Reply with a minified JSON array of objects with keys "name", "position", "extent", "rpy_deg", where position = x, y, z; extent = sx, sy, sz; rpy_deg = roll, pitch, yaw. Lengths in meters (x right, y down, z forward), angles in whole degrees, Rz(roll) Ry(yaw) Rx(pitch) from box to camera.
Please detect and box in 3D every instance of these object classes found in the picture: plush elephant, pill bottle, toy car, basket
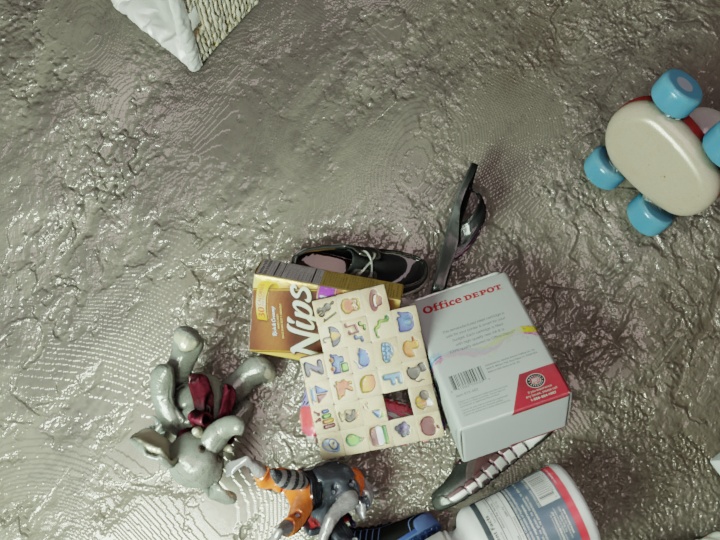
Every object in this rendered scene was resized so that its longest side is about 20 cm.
[{"name":"plush elephant","position":[-0.200,0.198,0.910],"extent":[0.201,0.164,0.155],"rpy_deg":[-48,40,5]},{"name":"pill bottle","position":[0.185,0.338,0.904],"extent":[0.197,0.120,0.121],"rpy_deg":[-24,78,-4]},{"name":"toy car","position":[0.454,-0.186,1.020],"extent":[0.177,0.185,0.199],"rpy_deg":[48,52,10]},{"name":"basket","position":[-0.272,-0.443,1.042],"extent":[0.199,0.199,0.161],"rpy_deg":[39,76,9]}]

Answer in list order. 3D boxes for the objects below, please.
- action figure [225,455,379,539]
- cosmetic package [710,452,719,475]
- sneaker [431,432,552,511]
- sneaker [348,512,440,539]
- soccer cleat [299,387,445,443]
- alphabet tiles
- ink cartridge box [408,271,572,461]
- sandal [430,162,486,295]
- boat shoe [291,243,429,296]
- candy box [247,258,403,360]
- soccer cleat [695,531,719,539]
[{"name":"action figure","position":[-0.045,0.286,0.868],"extent":[0.199,0.191,0.106],"rpy_deg":[39,110,39]},{"name":"cosmetic package","position":[0.571,0.285,0.874],"extent":[0.122,0.200,0.202],"rpy_deg":[-33,79,-8]},{"name":"sneaker","position":[0.152,0.220,0.962],"extent":[0.198,0.076,0.116],"rpy_deg":[-32,73,-16]},{"name":"sneaker","position":[0.007,0.355,0.927],"extent":[0.197,0.071,0.078],"rpy_deg":[-24,46,-20]},{"name":"soccer cleat","position":[0.016,0.192,0.967],"extent":[0.195,0.067,0.078],"rpy_deg":[-1,73,3]},{"name":"alphabet tiles","position":[0.006,0.127,0.921],"extent":[0.164,0.008,0.205],"rpy_deg":[-13,90,11]},{"name":"ink cartridge box","position":[0.161,0.118,0.931],"extent":[0.143,0.084,0.202],"rpy_deg":[-17,49,-3]},{"name":"sandal","position":[0.144,-0.048,1.015],"extent":[0.047,0.075,0.205],"rpy_deg":[15,87,9]},{"name":"boat shoe","position":[0.000,0.000,1.007],"extent":[0.195,0.068,0.074],"rpy_deg":[4,76,-1]},{"name":"candy box","position":[-0.048,0.064,0.971],"extent":[0.195,0.057,0.119],"rpy_deg":[10,114,4]},{"name":"soccer cleat","position":[0.434,0.371,0.927],"extent":[0.196,0.069,0.079],"rpy_deg":[13,72,-4]}]
